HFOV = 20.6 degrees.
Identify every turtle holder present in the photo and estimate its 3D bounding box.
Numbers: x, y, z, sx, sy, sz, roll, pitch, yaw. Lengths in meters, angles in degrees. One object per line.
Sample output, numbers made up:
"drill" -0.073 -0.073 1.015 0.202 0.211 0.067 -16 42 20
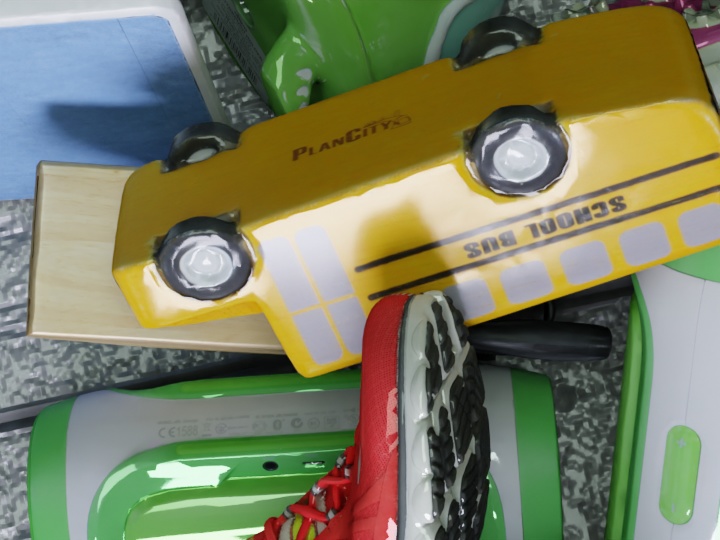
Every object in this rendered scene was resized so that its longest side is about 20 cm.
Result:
"turtle holder" -0.008 -0.133 0.739 0.132 0.186 0.141 -31 55 -12

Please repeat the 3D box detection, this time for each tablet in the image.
"tablet" -0.116 -0.060 0.728 0.130 0.200 0.014 -4 75 3

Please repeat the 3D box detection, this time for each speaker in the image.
"speaker" 0.133 0.073 0.723 0.088 0.088 0.200 5 110 4
"speaker" -0.024 0.083 0.769 0.200 0.088 0.089 -4 85 3

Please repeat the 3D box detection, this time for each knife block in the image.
"knife block" 0.000 0.000 0.734 0.175 0.200 0.064 -1 85 33

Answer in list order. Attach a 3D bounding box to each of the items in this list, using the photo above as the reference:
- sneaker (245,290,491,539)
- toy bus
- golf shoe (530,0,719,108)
"sneaker" -0.008 0.098 0.653 0.085 0.077 0.200 13 114 12
"toy bus" 0.022 -0.024 0.655 0.200 0.065 0.078 -19 126 11
"golf shoe" 0.146 -0.066 0.727 0.200 0.075 0.092 -12 114 5
